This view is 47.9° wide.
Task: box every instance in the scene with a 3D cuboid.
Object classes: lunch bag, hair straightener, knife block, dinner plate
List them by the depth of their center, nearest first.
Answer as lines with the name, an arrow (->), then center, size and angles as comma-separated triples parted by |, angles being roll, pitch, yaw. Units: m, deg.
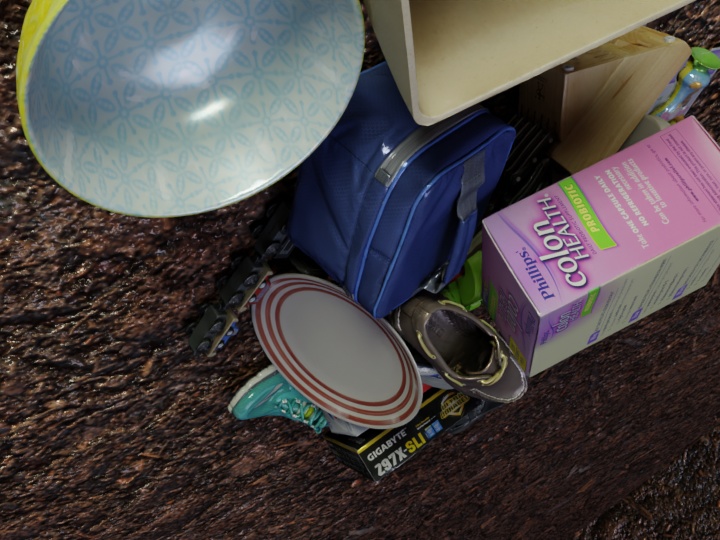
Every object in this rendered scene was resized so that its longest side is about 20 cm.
lunch bag -> 0.033, -0.055, 0.669 | 0.136, 0.132, 0.200 | -33, 154, -33
knife block -> 0.205, -0.124, 0.768 | 0.199, 0.064, 0.176 | -20, 128, -20
dinner plate -> -0.022, 0.079, 0.808 | 0.024, 0.200, 0.201 | -47, 163, -39
hair straightener -> 0.000, 0.000, 0.838 | 0.200, 0.041, 0.077 | 6, 119, -53

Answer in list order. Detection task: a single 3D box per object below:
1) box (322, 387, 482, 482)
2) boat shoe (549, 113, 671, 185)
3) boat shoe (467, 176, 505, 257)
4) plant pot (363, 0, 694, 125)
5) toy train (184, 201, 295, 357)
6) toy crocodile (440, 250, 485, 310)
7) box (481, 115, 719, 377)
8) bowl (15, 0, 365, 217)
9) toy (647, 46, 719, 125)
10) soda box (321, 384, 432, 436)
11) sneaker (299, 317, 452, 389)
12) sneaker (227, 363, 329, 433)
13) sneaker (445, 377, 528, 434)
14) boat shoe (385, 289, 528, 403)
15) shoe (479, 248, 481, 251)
box -> 0.046, 0.187, 1.018 | 0.159, 0.049, 0.200 | -32, -178, -14
boat shoe -> 0.280, -0.103, 0.833 | 0.092, 0.075, 0.200 | 5, 171, -16
boat shoe -> 0.097, -0.058, 0.818 | 0.202, 0.075, 0.075 | -22, 114, -30
plant pot -> 0.068, -0.237, 0.429 | 0.199, 0.177, 0.200 | -26, 148, -7
toy train -> -0.108, 0.012, 0.769 | 0.046, 0.034, 0.200 | -6, 141, -53
toy crocodile -> 0.102, 0.022, 0.897 | 0.067, 0.062, 0.200 | -22, 178, -10
box -> 0.215, -0.013, 0.717 | 0.199, 0.097, 0.176 | -27, 156, -3
bowl -> -0.109, -0.139, 0.481 | 0.199, 0.108, 0.201 | -23, 148, -15
toy -> 0.337, -0.151, 0.904 | 0.115, 0.047, 0.201 | -17, 143, -31
soda box -> 0.044, 0.115, 0.952 | 0.199, 0.069, 0.063 | -27, -173, -29
sneaker -> 0.027, 0.071, 0.857 | 0.199, 0.077, 0.085 | 8, 163, 2
sneaker -> -0.061, 0.150, 0.956 | 0.199, 0.080, 0.078 | -1, 138, -39
sneaker -> 0.161, 0.175, 1.188 | 0.199, 0.076, 0.114 | -42, 154, 26
boat shoe -> 0.104, 0.079, 0.778 | 0.072, 0.059, 0.200 | -50, 124, -2
shoe -> 0.192, -0.044, 0.937 | 0.199, 0.070, 0.053 | -15, -171, -33
